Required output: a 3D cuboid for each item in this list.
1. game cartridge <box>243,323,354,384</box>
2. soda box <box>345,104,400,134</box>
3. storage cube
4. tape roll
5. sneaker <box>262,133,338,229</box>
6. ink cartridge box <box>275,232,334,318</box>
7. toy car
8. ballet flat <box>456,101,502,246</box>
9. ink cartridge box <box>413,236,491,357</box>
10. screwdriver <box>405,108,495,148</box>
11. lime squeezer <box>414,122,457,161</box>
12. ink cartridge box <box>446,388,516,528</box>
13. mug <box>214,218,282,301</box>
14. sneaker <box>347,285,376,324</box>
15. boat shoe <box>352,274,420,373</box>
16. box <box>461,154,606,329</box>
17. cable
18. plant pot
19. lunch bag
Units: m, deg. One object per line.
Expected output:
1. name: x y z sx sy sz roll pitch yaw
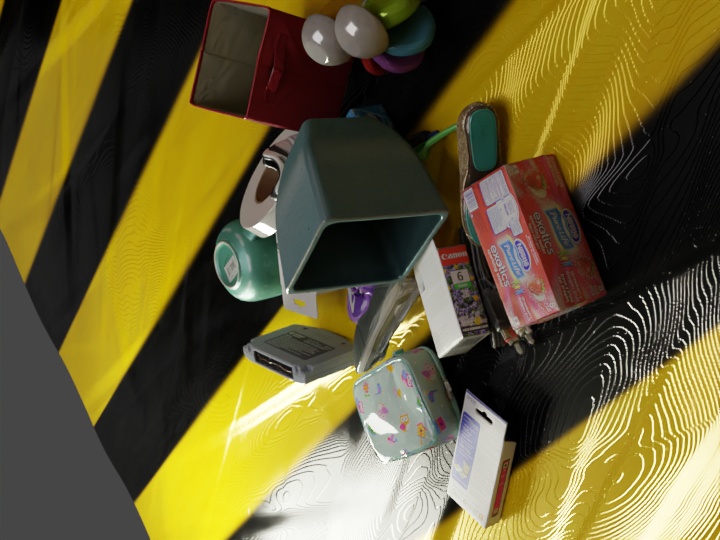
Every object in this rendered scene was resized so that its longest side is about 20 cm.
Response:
1. game cartridge: -0.098 0.142 1.979 0.199 0.132 0.042 17 115 52
2. soda box: -0.013 -0.170 1.808 0.068 0.064 0.200 59 143 22
3. storage cube: -0.136 -0.316 1.793 0.199 0.179 0.173 22 101 50
4. tape roll: -0.134 -0.151 1.909 0.203 0.037 0.204 -44 29 32
5. sneaker: -0.092 -0.110 1.771 0.076 0.087 0.202 97 152 -71
6. ink cartridge box: -0.087 -0.029 1.959 0.115 0.066 0.202 14 113 53
7. toy car: 0.028 -0.347 1.628 0.199 0.175 0.150 2 138 54
8. ballet flat: 0.166 -0.136 1.580 0.065 0.070 0.202 -123 30 -69
9. ink cartridge box: 0.125 0.015 1.666 0.109 0.050 0.202 128 130 -65
10. screwdriver: 0.122 -0.200 1.637 0.199 0.029 0.028 -18 88 56
11. lime squeezer: 0.092 -0.151 1.661 0.070 0.038 0.201 38 137 19
12. ink cartridge box: 0.183 0.281 1.718 0.095 0.037 0.202 38 133 43
13. mug: -0.196 -0.037 2.071 0.152 0.114 0.187 23 120 49
14. sneaker: 0.000 0.000 1.823 0.080 0.083 0.202 27 125 31
15. boat shoe: 0.038 0.086 1.812 0.075 0.064 0.203 -103 29 -53
16. box: 0.225 -0.037 1.489 0.100 0.095 0.202 -31 76 55
17. cable: 0.191 0.028 1.630 0.097 0.050 0.201 103 152 -59
18. plant pot: -0.018 -0.109 1.642 0.197 0.194 0.202 123 136 -53
19. lunch bag: 0.073 0.210 1.812 0.200 0.077 0.162 -35 72 54
